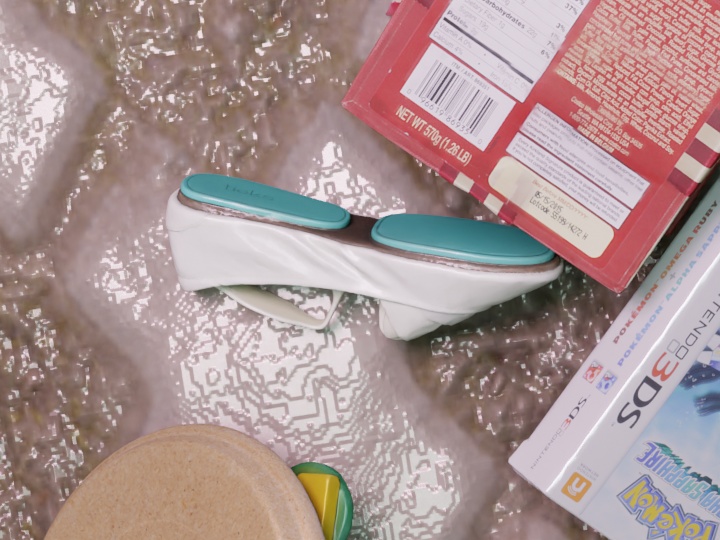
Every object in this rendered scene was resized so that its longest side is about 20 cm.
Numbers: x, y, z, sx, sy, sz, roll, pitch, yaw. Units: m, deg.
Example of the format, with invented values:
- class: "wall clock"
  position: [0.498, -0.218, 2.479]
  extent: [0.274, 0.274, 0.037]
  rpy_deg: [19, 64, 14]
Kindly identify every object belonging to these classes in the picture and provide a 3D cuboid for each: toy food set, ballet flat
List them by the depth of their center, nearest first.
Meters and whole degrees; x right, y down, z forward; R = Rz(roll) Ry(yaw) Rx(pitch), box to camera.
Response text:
- class: "toy food set"
  position: [-0.086, 0.173, 1.436]
  extent: [0.198, 0.049, 0.201]
  rpy_deg: [0, 74, 38]
- class: "ballet flat"
  position: [0.000, 0.000, 1.464]
  extent: [0.199, 0.069, 0.070]
  rpy_deg: [10, 90, 10]

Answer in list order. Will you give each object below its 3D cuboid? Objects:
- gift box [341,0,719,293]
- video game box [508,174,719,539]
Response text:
- class: "gift box"
  position: [0.102, -0.109, 1.395]
  extent: [0.184, 0.187, 0.200]
  rpy_deg: [39, 112, 3]
- class: "video game box"
  position: [0.197, 0.072, 1.398]
  extent: [0.200, 0.047, 0.182]
  rpy_deg: [34, 95, -28]
